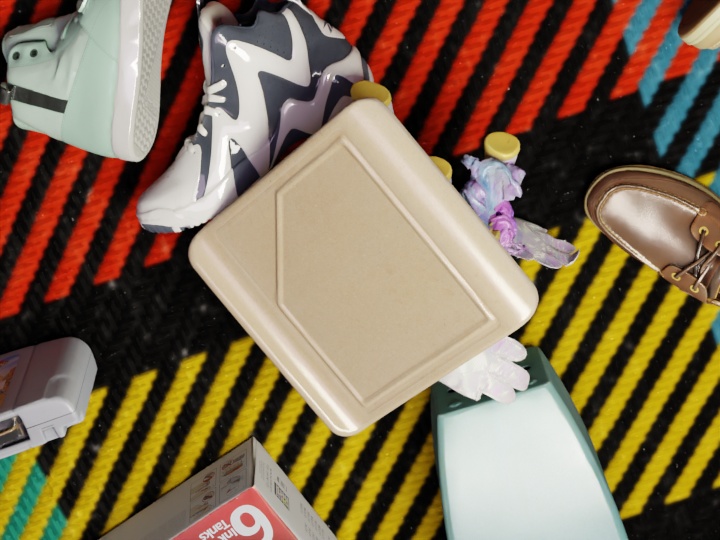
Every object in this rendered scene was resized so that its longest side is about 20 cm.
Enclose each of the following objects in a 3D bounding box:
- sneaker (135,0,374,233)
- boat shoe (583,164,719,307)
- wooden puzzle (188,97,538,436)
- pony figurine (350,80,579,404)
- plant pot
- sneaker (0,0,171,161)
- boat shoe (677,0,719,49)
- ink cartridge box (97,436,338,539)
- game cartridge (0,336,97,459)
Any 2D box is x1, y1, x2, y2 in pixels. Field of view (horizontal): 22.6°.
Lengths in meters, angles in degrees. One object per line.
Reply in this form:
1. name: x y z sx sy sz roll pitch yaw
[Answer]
1. sneaker: -0.102 -0.126 1.278 0.198 0.080 0.130 -33 109 11
2. boat shoe: 0.260 -0.015 1.351 0.199 0.068 0.072 28 109 -14
3. wooden puzzle: 0.000 0.000 1.238 0.200 0.037 0.185 -37 96 35
4. pony figurine: 0.056 -0.022 1.291 0.192 0.167 0.201 21 142 9
5. plant pot: 0.124 0.173 1.391 0.140 0.141 0.201 -17 106 4
6. sneaker: -0.195 -0.184 1.252 0.117 0.074 0.202 11 99 14
7. boat shoe: 0.313 -0.217 1.265 0.200 0.073 0.063 -40 107 12
8. ink cartridge box: -0.113 0.264 1.440 0.199 0.084 0.176 -34 111 10
9. game cartridge: -0.296 0.110 1.337 0.199 0.133 0.042 -20 113 4
